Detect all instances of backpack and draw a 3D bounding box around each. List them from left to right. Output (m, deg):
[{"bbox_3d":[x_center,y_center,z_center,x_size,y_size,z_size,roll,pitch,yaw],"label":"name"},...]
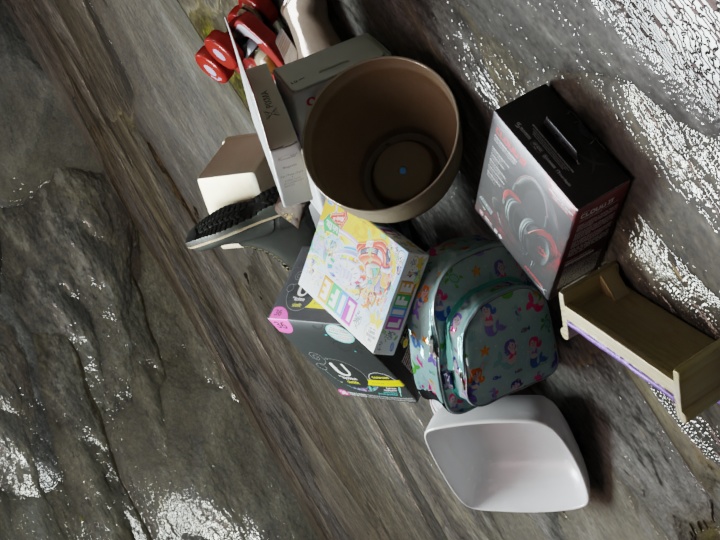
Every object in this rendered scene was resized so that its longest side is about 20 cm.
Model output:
[{"bbox_3d":[0.146,0.062,1.551,0.150,0.175,0.203,12,118,62],"label":"backpack"}]

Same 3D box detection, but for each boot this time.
[{"bbox_3d":[-0.156,-0.037,1.926,0.078,0.197,0.139,-86,-27,-54],"label":"boot"},{"bbox_3d":[-0.090,-0.154,1.851,0.063,0.203,0.186,21,165,-14],"label":"boot"},{"bbox_3d":[-0.047,-0.309,1.721,0.147,0.070,0.200,51,151,12],"label":"boot"}]

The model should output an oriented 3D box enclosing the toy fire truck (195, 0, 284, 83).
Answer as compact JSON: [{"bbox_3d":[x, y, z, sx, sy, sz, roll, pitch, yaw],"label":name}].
[{"bbox_3d":[-0.154,-0.329,1.942,0.167,0.113,0.200,40,165,-10],"label":"toy fire truck"}]

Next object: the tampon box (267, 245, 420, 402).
[{"bbox_3d":[-0.001,0.075,1.747,0.148,0.127,0.200,1,146,41],"label":"tampon box"}]

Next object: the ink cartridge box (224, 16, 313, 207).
[{"bbox_3d":[-0.117,-0.207,1.584,0.201,0.043,0.175,-112,8,-49],"label":"ink cartridge box"}]

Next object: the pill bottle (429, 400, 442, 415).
[{"bbox_3d":[0.154,0.158,1.761,0.113,0.111,0.201,52,159,27],"label":"pill bottle"}]

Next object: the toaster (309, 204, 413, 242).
[{"bbox_3d":[-0.009,-0.085,1.857,0.202,0.113,0.129,66,163,-14],"label":"toaster"}]

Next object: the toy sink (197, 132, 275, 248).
[{"bbox_3d":[-0.170,-0.145,2.029,0.110,0.201,0.132,-5,122,21],"label":"toy sink"}]

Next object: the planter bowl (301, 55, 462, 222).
[{"bbox_3d":[0.040,-0.144,1.555,0.201,0.199,0.135,53,-178,25],"label":"planter bowl"}]

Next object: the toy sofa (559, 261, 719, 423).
[{"bbox_3d":[0.300,0.082,1.309,0.200,0.082,0.099,39,150,50],"label":"toy sofa"}]

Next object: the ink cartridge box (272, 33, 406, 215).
[{"bbox_3d":[-0.020,-0.194,1.673,0.085,0.143,0.202,-127,19,-49],"label":"ink cartridge box"}]

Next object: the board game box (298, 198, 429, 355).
[{"bbox_3d":[0.000,0.000,1.580,0.200,0.034,0.136,39,116,50],"label":"board game box"}]

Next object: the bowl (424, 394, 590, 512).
[{"bbox_3d":[0.203,0.237,1.674,0.197,0.075,0.201,-5,134,28],"label":"bowl"}]

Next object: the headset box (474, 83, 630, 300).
[{"bbox_3d":[0.202,-0.088,1.343,0.149,0.074,0.201,54,160,24],"label":"headset box"}]
